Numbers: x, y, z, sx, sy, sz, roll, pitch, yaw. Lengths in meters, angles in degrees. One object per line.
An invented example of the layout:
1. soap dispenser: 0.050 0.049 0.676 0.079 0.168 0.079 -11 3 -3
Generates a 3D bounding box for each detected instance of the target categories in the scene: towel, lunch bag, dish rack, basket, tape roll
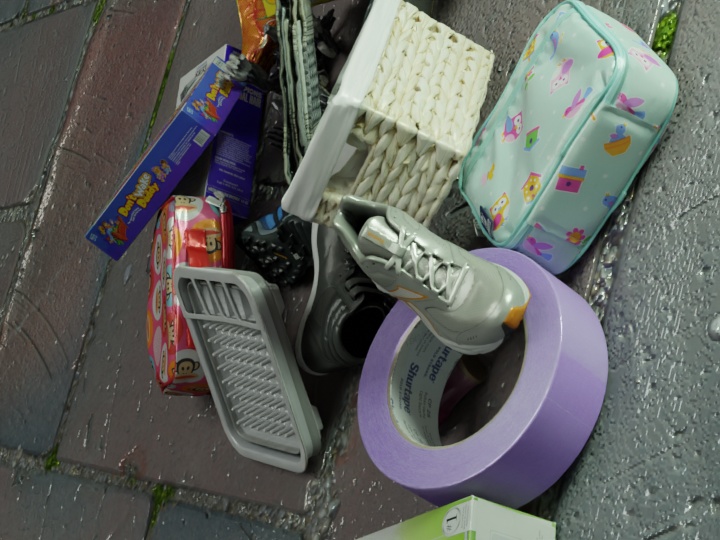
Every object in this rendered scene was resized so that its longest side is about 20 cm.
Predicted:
1. towel: -0.052 -0.176 1.729 0.200 0.034 0.194 -67 -26 -82
2. lunch bag: 0.157 -0.107 1.480 0.201 0.077 0.161 -58 29 19
3. dish rack: -0.101 0.085 1.745 0.171 0.043 0.202 5 115 59
4. basket: 0.029 -0.124 1.594 0.201 0.123 0.136 -69 6 -54
5. lunch bag: -0.171 0.024 1.887 0.176 0.081 0.202 142 128 -75
6. tape roll: 0.092 0.086 1.433 0.199 0.066 0.201 -26 48 32

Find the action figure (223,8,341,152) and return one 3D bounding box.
1. action figure: -0.072 -0.213 1.917 0.119 0.102 0.201 -41 38 20

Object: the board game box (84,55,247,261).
1. board game box: -0.205 -0.119 1.965 0.200 0.045 0.135 -48 10 31

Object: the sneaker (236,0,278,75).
1. sneaker: -0.112 -0.290 2.046 0.073 0.076 0.201 84 -166 -59

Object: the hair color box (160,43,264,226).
1. hair color box: -0.165 -0.138 2.069 0.109 0.064 0.202 -27 52 51

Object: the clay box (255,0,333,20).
1. clay box: -0.017 -0.303 1.850 0.199 0.114 0.048 -13 97 50

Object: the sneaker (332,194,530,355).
1. sneaker: 0.044 -0.001 1.417 0.200 0.092 0.076 28 85 50

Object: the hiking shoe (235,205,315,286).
1. hiking shoe: -0.056 -0.041 1.834 0.087 0.074 0.200 -47 14 -22

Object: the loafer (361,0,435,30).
1. loafer: 0.040 -0.200 1.760 0.072 0.072 0.202 25 103 52

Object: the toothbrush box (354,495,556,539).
1. toothbrush box: 0.054 0.271 1.410 0.200 0.086 0.147 -30 47 51

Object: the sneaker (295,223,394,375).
1. sneaker: 0.000 0.000 1.697 0.099 0.070 0.202 3 80 58

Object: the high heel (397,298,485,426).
1. high heel: 0.041 0.048 1.594 0.096 0.067 0.201 -41 52 25
